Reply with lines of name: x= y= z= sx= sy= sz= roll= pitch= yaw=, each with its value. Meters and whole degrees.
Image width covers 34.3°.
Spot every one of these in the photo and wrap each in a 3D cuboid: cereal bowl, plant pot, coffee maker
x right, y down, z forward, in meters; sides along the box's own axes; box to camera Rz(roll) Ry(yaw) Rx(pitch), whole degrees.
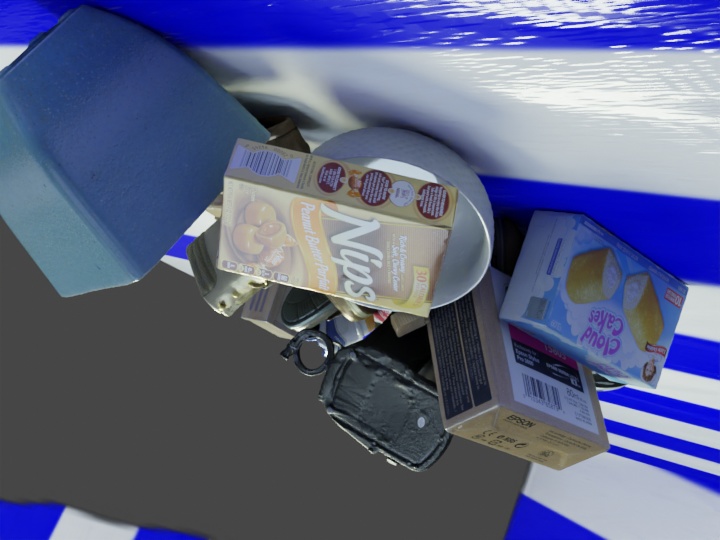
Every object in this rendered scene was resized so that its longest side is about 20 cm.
cereal bowl: x=0.029 y=-0.057 z=1.087 sx=0.197 sy=0.084 sz=0.202 roll=7 pitch=136 yaw=7
plant pot: x=-0.243 y=-0.121 z=1.067 sx=0.201 sy=0.196 sz=0.195 roll=50 pitch=151 yaw=-20
coffee maker: x=0.048 y=0.089 z=1.263 sx=0.192 sy=0.134 sz=0.200 roll=49 pitch=-150 yaw=-2

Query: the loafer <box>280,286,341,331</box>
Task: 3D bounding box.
loafer: x=0.000 y=0.000 z=1.267 sx=0.063 sy=0.200 sz=0.072 roll=35 pitch=-166 yaw=-40

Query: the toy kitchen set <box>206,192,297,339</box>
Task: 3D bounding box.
toy kitchen set: x=-0.163 y=-0.038 z=1.431 sx=0.198 sy=0.183 sz=0.163 roll=8 pitch=165 yaw=35

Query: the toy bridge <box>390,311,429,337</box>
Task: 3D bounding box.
toy bridge: x=0.026 y=-0.031 z=1.193 sx=0.027 sy=0.067 sz=0.201 roll=78 pitch=167 yaw=-62

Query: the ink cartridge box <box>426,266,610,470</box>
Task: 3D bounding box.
ink cartridge box: x=0.159 y=0.099 z=1.192 sx=0.075 sy=0.167 sz=0.199 roll=-29 pitch=144 yaw=33

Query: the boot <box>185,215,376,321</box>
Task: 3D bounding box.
boot: x=-0.086 y=0.005 z=1.227 sx=0.201 sy=0.155 sz=0.073 roll=50 pitch=-156 yaw=10

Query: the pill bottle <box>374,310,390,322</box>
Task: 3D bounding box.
pill bottle: x=0.074 y=0.016 z=1.443 sx=0.114 sy=0.115 sz=0.199 roll=26 pitch=169 yaw=-35

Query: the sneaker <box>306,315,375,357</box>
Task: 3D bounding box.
sneaker: x=-0.070 y=0.039 z=1.482 sx=0.199 sy=0.088 sz=0.076 roll=31 pitch=151 yaw=49

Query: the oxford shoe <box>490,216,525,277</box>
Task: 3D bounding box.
oxford shoe: x=0.185 y=-0.010 z=1.252 sx=0.083 sy=0.074 sz=0.200 roll=-9 pitch=158 yaw=19

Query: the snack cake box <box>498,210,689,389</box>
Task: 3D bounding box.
snack cake box: x=0.237 y=0.032 z=1.173 sx=0.199 sy=0.116 sz=0.067 roll=27 pitch=168 yaw=-39

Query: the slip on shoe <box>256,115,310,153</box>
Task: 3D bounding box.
slip on shoe: x=-0.125 y=-0.135 z=1.186 sx=0.199 sy=0.076 sz=0.061 roll=22 pitch=136 yaw=49

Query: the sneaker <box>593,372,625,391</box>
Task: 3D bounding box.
sneaker: x=0.297 y=0.113 z=1.669 sx=0.198 sy=0.077 sz=0.088 roll=18 pitch=165 yaw=16

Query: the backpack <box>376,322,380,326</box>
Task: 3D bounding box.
backpack: x=0.116 y=0.089 z=1.681 sx=0.199 sy=0.128 sz=0.167 roll=31 pitch=-179 yaw=20

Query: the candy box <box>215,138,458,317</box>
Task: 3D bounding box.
candy box: x=-0.022 y=-0.036 z=1.021 sx=0.197 sy=0.056 sz=0.116 roll=13 pitch=137 yaw=2
